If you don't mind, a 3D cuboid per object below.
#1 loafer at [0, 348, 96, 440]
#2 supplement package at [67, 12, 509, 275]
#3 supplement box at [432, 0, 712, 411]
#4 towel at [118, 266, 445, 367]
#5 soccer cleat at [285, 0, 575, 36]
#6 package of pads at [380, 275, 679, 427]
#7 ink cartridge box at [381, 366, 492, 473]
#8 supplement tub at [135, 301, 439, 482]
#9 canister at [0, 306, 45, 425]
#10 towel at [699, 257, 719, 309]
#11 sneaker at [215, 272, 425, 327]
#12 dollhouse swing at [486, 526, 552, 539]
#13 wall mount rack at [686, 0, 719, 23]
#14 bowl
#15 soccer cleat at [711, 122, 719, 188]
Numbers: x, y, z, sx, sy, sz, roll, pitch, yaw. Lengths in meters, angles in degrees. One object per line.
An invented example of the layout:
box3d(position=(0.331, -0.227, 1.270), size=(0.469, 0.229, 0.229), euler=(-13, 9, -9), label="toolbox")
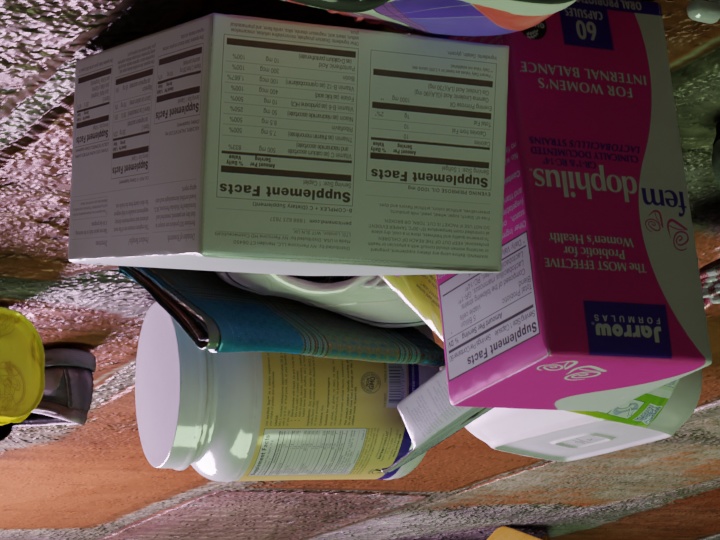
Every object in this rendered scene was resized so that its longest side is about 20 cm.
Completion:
box3d(position=(-0.300, 0.114, 1.646), size=(0.200, 0.063, 0.072), euler=(-17, 160, 35), label="loafer")
box3d(position=(-0.041, -0.055, 0.990), size=(0.156, 0.111, 0.200), euler=(3, 179, -25), label="supplement package")
box3d(position=(0.101, -0.035, 1.028), size=(0.101, 0.200, 0.103), euler=(3, 162, -27), label="supplement box")
box3d(position=(-0.055, 0.028, 1.363), size=(0.200, 0.022, 0.147), euler=(8, -161, -38), label="towel")
box3d(position=(0.007, -0.135, 0.900), size=(0.200, 0.068, 0.073), euler=(0, 160, -29), label="soccer cleat")
box3d(position=(0.085, 0.003, 1.183), size=(0.154, 0.200, 0.068), euler=(15, 114, -48), label="package of pads")
box3d(position=(0.119, 0.055, 1.423), size=(0.200, 0.041, 0.200), euler=(-27, 169, -45), label="ink cartridge box")
box3d(position=(-0.056, 0.085, 1.485), size=(0.200, 0.146, 0.145), euler=(2, 162, -21), label="supplement tub")
box3d(position=(-0.357, 0.084, 1.495), size=(0.200, 0.087, 0.148), euler=(-17, 159, 40), label="canister")
box3d(position=(0.335, -0.016, 1.384), size=(0.200, 0.030, 0.146), euler=(-16, -177, 33), label="towel")
box3d(position=(0.000, 0.000, 1.325), size=(0.200, 0.073, 0.071), euler=(5, 177, -26), label="sneaker")
box3d(position=(0.145, 0.396, 2.789), size=(0.182, 0.176, 0.200), euler=(-46, 165, -8), label="dollhouse swing")
box3d(position=(0.140, -0.167, 0.816), size=(0.174, 0.075, 0.200), euler=(13, 153, -42), label="wall mount rack")
box3d(position=(0.198, 0.121, 1.813), size=(0.200, 0.075, 0.200), euler=(-18, 158, 35), label="bowl")
box3d(position=(0.289, -0.041, 1.267), size=(0.070, 0.086, 0.200), euler=(-20, 158, 41), label="soccer cleat")
